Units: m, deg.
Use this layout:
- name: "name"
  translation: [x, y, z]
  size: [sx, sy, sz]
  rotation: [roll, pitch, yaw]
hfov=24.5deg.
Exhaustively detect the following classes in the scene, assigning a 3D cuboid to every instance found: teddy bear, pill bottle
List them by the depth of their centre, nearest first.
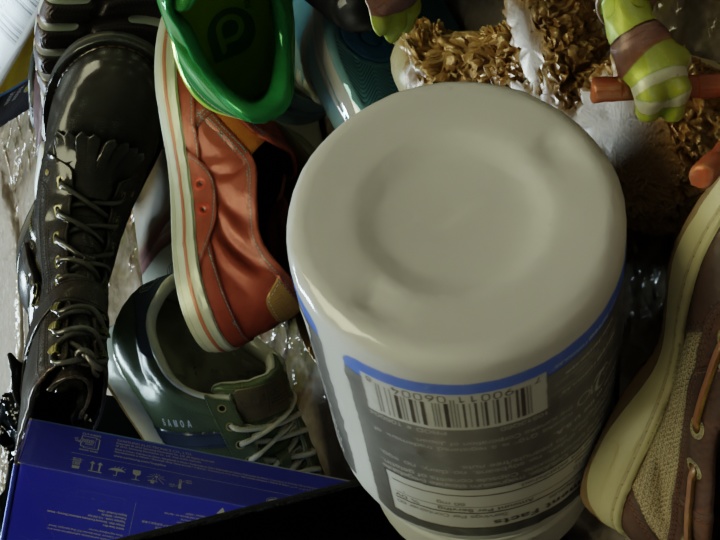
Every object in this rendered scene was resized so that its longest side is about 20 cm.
- name: "pill bottle"
  translation: [0.041, 0.032, 0.621]
  size: [0.200, 0.113, 0.114]
  rotation: [78, 176, -59]
- name: "teddy bear"
  translation: [0.081, -0.058, 0.660]
  size: [0.200, 0.067, 0.145]
  rotation: [-22, 85, 58]

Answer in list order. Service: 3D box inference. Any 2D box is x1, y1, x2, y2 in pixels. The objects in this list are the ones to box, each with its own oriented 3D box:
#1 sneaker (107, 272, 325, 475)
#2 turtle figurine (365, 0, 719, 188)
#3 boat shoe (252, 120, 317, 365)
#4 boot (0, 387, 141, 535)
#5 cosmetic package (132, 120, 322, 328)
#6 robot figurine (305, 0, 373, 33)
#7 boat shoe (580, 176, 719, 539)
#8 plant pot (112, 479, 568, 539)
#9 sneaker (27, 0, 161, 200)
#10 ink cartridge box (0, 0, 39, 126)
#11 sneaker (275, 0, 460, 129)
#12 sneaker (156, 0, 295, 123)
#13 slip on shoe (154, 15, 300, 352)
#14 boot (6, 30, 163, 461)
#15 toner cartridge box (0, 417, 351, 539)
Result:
- name: "sneaker"
  translation: [-0.062, 0.086, 0.872]
  size: [0.200, 0.067, 0.090]
  rotation: [51, 140, 12]
- name: "turtle figurine"
  translation: [0.080, -0.112, 0.554]
  size: [0.161, 0.064, 0.200]
  rotation: [0, 56, 32]
- name: "boat shoe"
  translation: [0.000, 0.000, 0.830]
  size: [0.072, 0.065, 0.200]
  rotation: [-52, 49, 18]
- name: "boot"
  translation: [-0.117, 0.152, 0.932]
  size: [0.076, 0.168, 0.201]
  rotation: [-56, 42, 45]
- name: "cosmetic package"
  translation: [-0.082, -0.077, 0.961]
  size: [0.103, 0.087, 0.201]
  rotation: [-46, 50, 51]
- name: "robot figurine"
  translation: [0.022, -0.195, 0.726]
  size: [0.200, 0.150, 0.125]
  rotation: [41, 161, 56]
- name: "boat shoe"
  translation: [0.140, 0.030, 0.563]
  size: [0.072, 0.072, 0.200]
  rotation: [47, 130, 35]
- name: "plant pot"
  translation: [0.005, 0.218, 0.685]
  size: [0.200, 0.199, 0.178]
  rotation: [-136, 42, -55]
- name: "sneaker"
  translation: [-0.159, -0.134, 0.942]
  size: [0.116, 0.075, 0.200]
  rotation: [-115, 37, -47]
- name: "ink cartridge box"
  translation: [-0.177, -0.183, 1.090]
  size: [0.047, 0.200, 0.198]
  rotation: [47, 140, 3]
- name: "sneaker"
  translation: [-0.013, -0.100, 0.846]
  size: [0.131, 0.079, 0.200]
  rotation: [122, 150, -41]
- name: "sneaker"
  translation: [-0.067, -0.154, 0.726]
  size: [0.084, 0.074, 0.200]
  rotation: [46, 161, 59]
- name: "slip on shoe"
  translation: [-0.061, -0.057, 0.819]
  size: [0.074, 0.061, 0.201]
  rotation: [53, -155, -60]
- name: "boot"
  translation: [-0.141, -0.002, 0.858]
  size: [0.174, 0.069, 0.200]
  rotation: [-100, 25, -51]
- name: "toner cartridge box"
  translation: [-0.076, 0.141, 0.819]
  size: [0.043, 0.199, 0.095]
  rotation: [-92, 16, -63]
